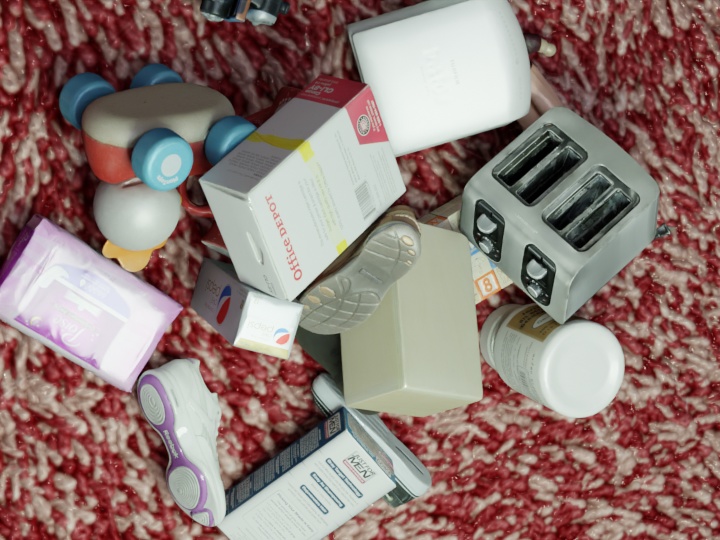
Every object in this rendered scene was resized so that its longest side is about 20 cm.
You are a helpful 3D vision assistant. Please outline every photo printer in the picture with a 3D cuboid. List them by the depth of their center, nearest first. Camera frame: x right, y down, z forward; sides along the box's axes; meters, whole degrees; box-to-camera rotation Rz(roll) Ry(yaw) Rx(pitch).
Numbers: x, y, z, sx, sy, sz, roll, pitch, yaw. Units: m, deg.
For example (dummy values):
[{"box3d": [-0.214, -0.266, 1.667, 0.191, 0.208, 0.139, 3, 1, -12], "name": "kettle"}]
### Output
[{"box3d": [0.099, -0.235, 1.747, 0.198, 0.070, 0.168, -15, 107, 2], "name": "photo printer"}]

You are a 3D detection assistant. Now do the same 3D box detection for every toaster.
[{"box3d": [0.240, -0.069, 1.732, 0.200, 0.119, 0.181, -40, 67, -14], "name": "toaster"}]

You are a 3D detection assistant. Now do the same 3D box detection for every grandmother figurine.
[{"box3d": [0.193, -0.241, 1.821, 0.121, 0.060, 0.200, -48, 114, -17], "name": "grandmother figurine"}]

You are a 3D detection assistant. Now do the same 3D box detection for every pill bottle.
[{"box3d": [0.226, 0.101, 1.810, 0.113, 0.200, 0.116, -3, 100, -20], "name": "pill bottle"}]

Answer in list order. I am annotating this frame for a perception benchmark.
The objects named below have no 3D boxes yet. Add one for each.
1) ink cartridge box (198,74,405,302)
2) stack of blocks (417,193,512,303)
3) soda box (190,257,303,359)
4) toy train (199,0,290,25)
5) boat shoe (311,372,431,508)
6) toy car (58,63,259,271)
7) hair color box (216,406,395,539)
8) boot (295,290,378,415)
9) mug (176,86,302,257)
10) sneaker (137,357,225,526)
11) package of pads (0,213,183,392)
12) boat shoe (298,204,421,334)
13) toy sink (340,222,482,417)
[{"box3d": [-0.059, -0.090, 1.576, 0.200, 0.083, 0.146, -44, 133, -28], "name": "ink cartridge box"}, {"box3d": [0.175, -0.051, 1.843, 0.199, 0.059, 0.116, -29, 107, -14], "name": "stack of blocks"}, {"box3d": [-0.130, 0.040, 1.663, 0.067, 0.200, 0.064, 15, 95, -22], "name": "soda box"}, {"box3d": [-0.114, -0.368, 1.663, 0.113, 0.087, 0.202, 17, 92, -20], "name": "toy train"}, {"box3d": [0.000, 0.214, 1.811, 0.071, 0.072, 0.200, -39, 100, 14], "name": "boat shoe"}, {"box3d": [-0.226, -0.096, 1.623, 0.176, 0.184, 0.202, -15, 127, -38], "name": "toy car"}, {"box3d": [-0.065, 0.263, 1.762, 0.199, 0.061, 0.100, -36, 111, 12], "name": "hair color box"}, {"box3d": [-0.024, 0.076, 1.792, 0.073, 0.075, 0.201, -31, 95, 25], "name": "boot"}, {"box3d": [-0.098, -0.105, 1.690, 0.177, 0.133, 0.202, 27, 85, -33], "name": "mug"}, {"box3d": [-0.186, 0.196, 1.724, 0.099, 0.074, 0.202, -29, 107, -49], "name": "sneaker"}, {"box3d": [-0.310, 0.038, 1.661, 0.199, 0.076, 0.121, 34, 85, -22], "name": "package of pads"}, {"box3d": [0.000, 0.000, 1.664, 0.076, 0.072, 0.200, 37, 125, -21], "name": "boat shoe"}, {"box3d": [0.052, 0.058, 1.732, 0.130, 0.111, 0.202, 11, 67, -42], "name": "toy sink"}]
